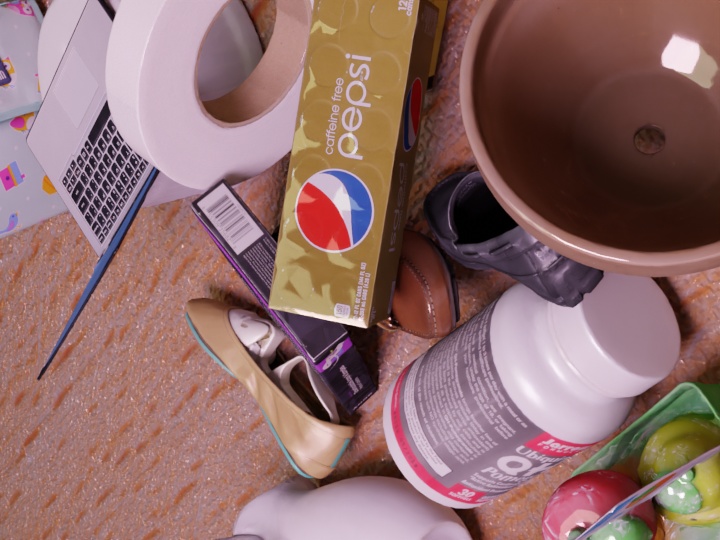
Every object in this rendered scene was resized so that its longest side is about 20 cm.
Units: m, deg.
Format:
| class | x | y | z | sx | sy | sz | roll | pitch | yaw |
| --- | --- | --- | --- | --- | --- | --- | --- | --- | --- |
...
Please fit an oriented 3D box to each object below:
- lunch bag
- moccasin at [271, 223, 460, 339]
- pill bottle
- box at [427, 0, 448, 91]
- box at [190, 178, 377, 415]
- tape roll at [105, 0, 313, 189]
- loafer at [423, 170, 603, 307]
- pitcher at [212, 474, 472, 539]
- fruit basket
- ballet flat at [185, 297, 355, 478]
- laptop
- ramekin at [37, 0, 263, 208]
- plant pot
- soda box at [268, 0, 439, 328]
| class | x | y | z | sx | sy | sz | roll | pitch | yaw |
| --- | --- | --- | --- | --- | --- | --- | --- | --- | --- |
| lunch bag | -0.348 | -0.137 | 1.127 | 0.121 | 0.170 | 0.202 | 20 | 125 | 40 |
| moccasin | 0.000 | -0.002 | 0.866 | 0.201 | 0.077 | 0.074 | 37 | 137 | 50 |
| pill bottle | 0.108 | 0.071 | 0.799 | 0.111 | 0.110 | 0.200 | 57 | 138 | 9 |
| box | 0.022 | -0.216 | 0.800 | 0.075 | 0.050 | 0.202 | 31 | 128 | 32 |
| box | -0.051 | 0.026 | 0.917 | 0.143 | 0.036 | 0.200 | 50 | 173 | 17 |
| tape roll | -0.080 | -0.151 | 0.825 | 0.037 | 0.202 | 0.205 | 34 | 130 | 29 |
| loafer | 0.083 | -0.035 | 0.761 | 0.070 | 0.068 | 0.200 | 42 | 178 | -23 |
| pitcher | -0.025 | 0.224 | 0.963 | 0.199 | 0.170 | 0.123 | 3 | 102 | 46 |
| fruit basket | 0.158 | 0.147 | 0.717 | 0.094 | 0.199 | 0.186 | 53 | 136 | 15 |
| ballet flat | -0.071 | 0.081 | 1.033 | 0.063 | 0.068 | 0.200 | -48 | 66 | 18 |
| laptop | -0.218 | -0.062 | 0.924 | 0.201 | 0.115 | 0.187 | 55 | 137 | 12 |
| ramekin | -0.173 | -0.148 | 0.998 | 0.199 | 0.097 | 0.203 | 21 | 122 | 38 |
| plant pot | 0.154 | -0.086 | 0.660 | 0.201 | 0.201 | 0.093 | 47 | 175 | 20 |
| soda box | -0.004 | -0.071 | 0.765 | 0.067 | 0.064 | 0.203 | 10 | 95 | 14 |
